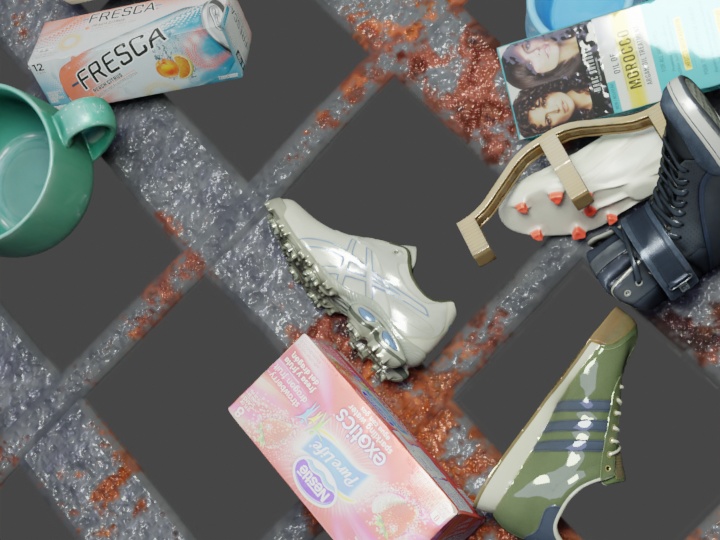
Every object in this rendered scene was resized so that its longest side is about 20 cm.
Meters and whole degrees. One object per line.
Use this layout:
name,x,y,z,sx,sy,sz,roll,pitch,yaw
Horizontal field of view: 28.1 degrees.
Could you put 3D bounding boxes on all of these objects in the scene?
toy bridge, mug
toy bridge,0.166,-0.082,1.162,0.199,0.027,0.067,-31,60,10
mug,-0.312,-0.087,1.336,0.184,0.114,0.153,8,84,18

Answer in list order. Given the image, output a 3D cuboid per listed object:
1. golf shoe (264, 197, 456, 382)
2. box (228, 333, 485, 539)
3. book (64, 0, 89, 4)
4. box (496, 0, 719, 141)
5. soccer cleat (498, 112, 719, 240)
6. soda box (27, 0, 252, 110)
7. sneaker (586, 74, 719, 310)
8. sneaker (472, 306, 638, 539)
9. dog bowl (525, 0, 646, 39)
golf shoe,0.000,0.000,1.252,0.097,0.078,0.200,-38,74,-12
box,-0.003,0.160,1.188,0.095,0.103,0.200,-44,69,4
book,-0.223,-0.359,1.355,0.133,0.048,0.201,-5,74,34
box,0.218,-0.171,1.175,0.199,0.049,0.083,-15,89,21
soccer cleat,0.210,-0.084,1.203,0.199,0.069,0.078,-19,43,19
soda box,-0.206,-0.207,1.349,0.199,0.064,0.069,-9,44,16
sneaker,0.233,-0.050,1.116,0.146,0.202,0.077,-27,44,14
sneaker,0.182,0.135,1.159,0.090,0.067,0.201,36,88,11
dog bowl,0.203,-0.273,1.252,0.111,0.050,0.201,10,80,20
